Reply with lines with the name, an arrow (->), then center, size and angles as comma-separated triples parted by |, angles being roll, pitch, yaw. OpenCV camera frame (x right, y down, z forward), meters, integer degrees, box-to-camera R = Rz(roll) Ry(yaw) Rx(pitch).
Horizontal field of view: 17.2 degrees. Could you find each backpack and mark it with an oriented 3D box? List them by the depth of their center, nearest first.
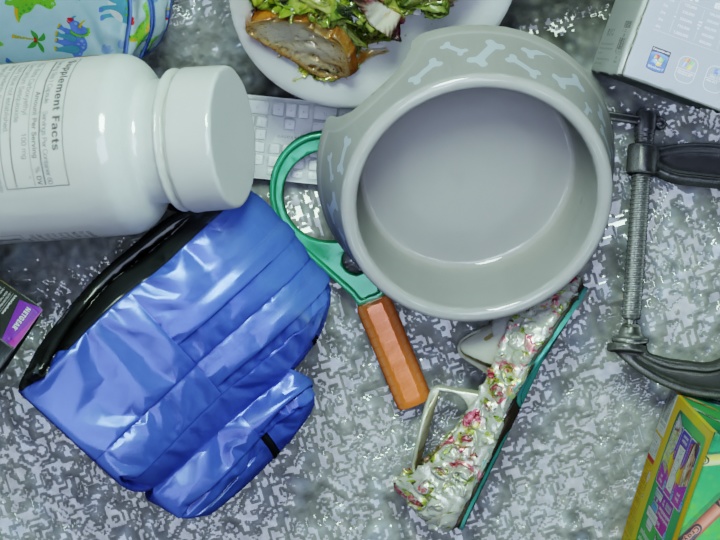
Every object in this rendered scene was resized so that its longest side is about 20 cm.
backpack -> -0.217, -0.197, 1.542 | 0.200, 0.154, 0.163 | 5, 124, -17
backpack -> -0.107, 0.052, 1.560 | 0.168, 0.163, 0.200 | 44, 81, -10

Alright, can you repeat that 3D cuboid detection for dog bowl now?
dog bowl -> 0.072, -0.056, 1.537 | 0.200, 0.059, 0.200 | -3, 118, -5

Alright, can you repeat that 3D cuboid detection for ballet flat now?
ballet flat -> 0.083, 0.082, 1.608 | 0.064, 0.076, 0.200 | 28, 92, 4

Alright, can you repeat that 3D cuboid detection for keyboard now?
keyboard -> -0.001, -0.084, 1.619 | 0.200, 0.011, 0.056 | 6, 96, -2

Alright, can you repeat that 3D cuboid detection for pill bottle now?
pill bottle -> -0.173, -0.077, 1.490 | 0.200, 0.114, 0.115 | -4, 96, 16

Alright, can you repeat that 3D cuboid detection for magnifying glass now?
magnifying glass -> 0.000, 0.000, 1.618 | 0.080, 0.022, 0.200 | -22, 98, 3

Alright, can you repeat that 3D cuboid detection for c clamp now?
c clamp -> 0.209, -0.013, 1.612 | 0.171, 0.027, 0.200 | 1, 84, -11

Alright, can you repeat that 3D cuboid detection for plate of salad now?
plate of salad -> 0.015, -0.187, 1.500 | 0.200, 0.048, 0.200 | -10, 123, -16

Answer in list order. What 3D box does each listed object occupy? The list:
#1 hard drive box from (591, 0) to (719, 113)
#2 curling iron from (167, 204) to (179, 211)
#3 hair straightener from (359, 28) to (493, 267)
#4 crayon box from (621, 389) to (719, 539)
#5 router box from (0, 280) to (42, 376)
hard drive box -> 0.224, -0.209, 1.538 | 0.077, 0.156, 0.200 | 19, 96, -3
curling iron -> -0.198, -0.085, 1.606 | 0.200, 0.026, 0.050 | 16, 102, -4
hair straightener -> 0.057, -0.095, 1.590 | 0.077, 0.041, 0.200 | -25, 99, 4
crayon box -> 0.223, 0.152, 1.551 | 0.058, 0.200, 0.119 | 17, 95, -2
router box -> -0.318, 0.058, 1.560 | 0.149, 0.051, 0.200 | 35, 127, -4
